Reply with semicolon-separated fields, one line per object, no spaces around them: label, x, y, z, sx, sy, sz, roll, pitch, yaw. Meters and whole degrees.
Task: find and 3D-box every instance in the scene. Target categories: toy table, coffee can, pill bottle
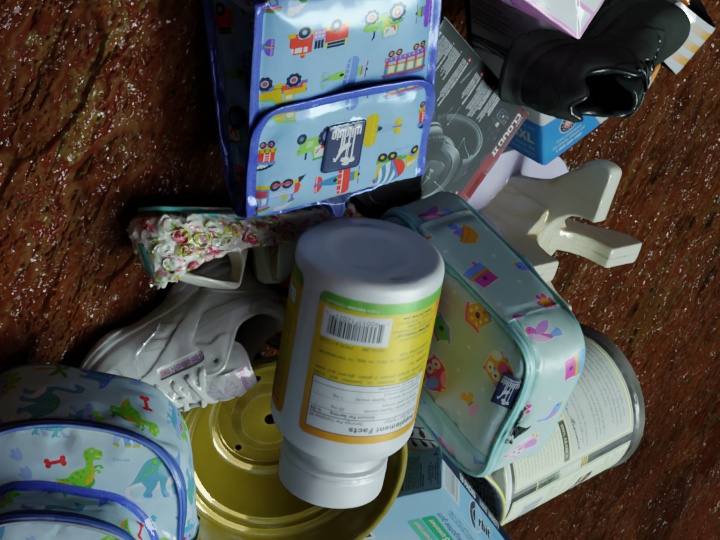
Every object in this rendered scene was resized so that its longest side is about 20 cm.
toy table;0.149;-0.030;1.858;0.199;0.117;0.185;-24;135;-41
coffee can;0.147;0.147;1.979;0.199;0.146;0.147;-21;134;-41
pill bottle;-0.008;0.072;1.589;0.111;0.111;0.201;-19;129;-43

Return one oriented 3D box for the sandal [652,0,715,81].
sandal;0.293;-0.242;1.911;0.079;0.059;0.208;8;112;-54

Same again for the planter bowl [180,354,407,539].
planter bowl;-0.067;0.137;1.720;0.199;0.084;0.202;-5;117;-10

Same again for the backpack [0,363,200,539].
backpack;-0.204;0.180;1.511;0.147;0.182;0.201;-89;-174;-63

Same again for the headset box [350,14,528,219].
headset box;0.038;-0.112;1.680;0.149;0.077;0.200;-54;148;-1

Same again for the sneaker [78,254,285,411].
sneaker;-0.138;0.073;1.591;0.200;0.099;0.075;-44;148;-15

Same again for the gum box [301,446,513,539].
gum box;0.011;0.230;1.827;0.170;0.199;0.045;54;30;-46

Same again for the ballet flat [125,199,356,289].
ballet flat;-0.087;-0.019;1.588;0.199;0.075;0.064;-5;89;-37

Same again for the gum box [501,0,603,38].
gum box;0.083;-0.254;1.538;0.200;0.113;0.066;30;95;-41

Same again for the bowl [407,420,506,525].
bowl;0.026;0.172;1.865;0.199;0.095;0.201;0;142;0

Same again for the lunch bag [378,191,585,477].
lunch bag;0.076;0.054;1.635;0.077;0.200;0.161;-16;142;-38

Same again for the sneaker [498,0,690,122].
sneaker;0.201;-0.158;1.683;0.199;0.091;0.076;-27;136;-35

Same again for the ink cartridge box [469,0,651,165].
ink cartridge box;0.167;-0.212;1.753;0.146;0.084;0.201;-36;143;-27

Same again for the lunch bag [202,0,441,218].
lunch bag;-0.027;-0.130;1.518;0.150;0.094;0.201;-17;125;-25

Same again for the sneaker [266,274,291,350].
sneaker;0.000;0.000;1.732;0.199;0.070;0.090;-20;136;-40
